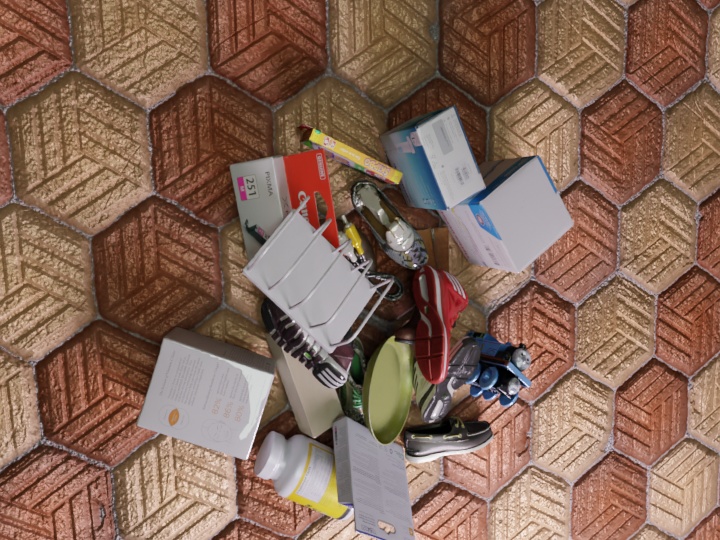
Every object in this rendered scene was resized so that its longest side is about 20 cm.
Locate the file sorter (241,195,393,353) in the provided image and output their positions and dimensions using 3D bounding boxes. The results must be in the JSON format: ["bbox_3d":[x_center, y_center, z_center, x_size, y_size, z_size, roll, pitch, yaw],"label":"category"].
[{"bbox_3d":[-0.063,0.007,0.936,0.199,0.124,0.140,43,68,-10],"label":"file sorter"}]

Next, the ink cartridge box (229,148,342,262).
[{"bbox_3d":[-0.129,-0.095,1.023,0.168,0.043,0.207,-5,101,24],"label":"ink cartridge box"}]

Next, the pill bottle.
[{"bbox_3d":[-0.095,0.380,1.107,0.196,0.112,0.115,29,89,-17],"label":"pill bottle"}]

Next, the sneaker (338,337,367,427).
[{"bbox_3d":[-0.006,0.225,1.124,0.075,0.088,0.207,-18,102,-12],"label":"sneaker"}]

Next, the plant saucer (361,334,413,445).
[{"bbox_3d":[0.050,0.222,1.117,0.030,0.198,0.208,4,99,29],"label":"plant saucer"}]

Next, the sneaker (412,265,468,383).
[{"bbox_3d":[0.159,0.097,1.064,0.113,0.077,0.208,5,80,-38],"label":"sneaker"}]

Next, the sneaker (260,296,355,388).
[{"bbox_3d":[-0.083,0.101,1.041,0.201,0.075,0.116,49,40,-11],"label":"sneaker"}]

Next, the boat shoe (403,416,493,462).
[{"bbox_3d":[0.181,0.335,1.202,0.194,0.072,0.063,-10,101,-15],"label":"boat shoe"}]

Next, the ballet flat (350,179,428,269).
[{"bbox_3d":[0.047,-0.085,1.068,0.072,0.072,0.202,-38,78,-7],"label":"ballet flat"}]

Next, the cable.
[{"bbox_3d":[0.000,0.000,1.078,0.200,0.050,0.098,45,82,-17],"label":"cable"}]

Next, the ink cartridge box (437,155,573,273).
[{"bbox_3d":[0.259,-0.107,1.099,0.143,0.199,0.149,-38,105,-10],"label":"ink cartridge box"}]

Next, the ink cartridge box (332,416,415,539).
[{"bbox_3d":[0.025,0.396,1.080,0.043,0.205,0.195,-27,136,25],"label":"ink cartridge box"}]

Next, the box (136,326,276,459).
[{"bbox_3d":[-0.260,0.209,1.023,0.194,0.106,0.157,20,93,-7],"label":"box"}]

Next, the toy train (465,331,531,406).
[{"bbox_3d":[0.252,0.185,1.142,0.086,0.199,0.116,37,76,-17],"label":"toy train"}]

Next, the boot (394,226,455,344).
[{"bbox_3d":[0.120,0.026,1.115,0.185,0.067,0.208,-15,104,-40],"label":"boot"}]

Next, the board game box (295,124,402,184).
[{"bbox_3d":[-0.025,-0.207,1.057,0.195,0.095,0.031,26,91,-18],"label":"board game box"}]

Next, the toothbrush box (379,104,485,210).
[{"bbox_3d":[0.121,-0.195,1.047,0.084,0.200,0.150,-28,103,-11],"label":"toothbrush box"}]

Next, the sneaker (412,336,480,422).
[{"bbox_3d":[0.149,0.181,1.135,0.073,0.117,0.204,7,124,-29],"label":"sneaker"}]

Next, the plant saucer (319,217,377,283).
[{"bbox_3d":[-0.056,0.006,1.109,0.193,0.037,0.208,-2,98,-17],"label":"plant saucer"}]

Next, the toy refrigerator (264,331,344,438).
[{"bbox_3d":[-0.104,0.195,1.097,0.075,0.069,0.206,-25,103,-30],"label":"toy refrigerator"}]
